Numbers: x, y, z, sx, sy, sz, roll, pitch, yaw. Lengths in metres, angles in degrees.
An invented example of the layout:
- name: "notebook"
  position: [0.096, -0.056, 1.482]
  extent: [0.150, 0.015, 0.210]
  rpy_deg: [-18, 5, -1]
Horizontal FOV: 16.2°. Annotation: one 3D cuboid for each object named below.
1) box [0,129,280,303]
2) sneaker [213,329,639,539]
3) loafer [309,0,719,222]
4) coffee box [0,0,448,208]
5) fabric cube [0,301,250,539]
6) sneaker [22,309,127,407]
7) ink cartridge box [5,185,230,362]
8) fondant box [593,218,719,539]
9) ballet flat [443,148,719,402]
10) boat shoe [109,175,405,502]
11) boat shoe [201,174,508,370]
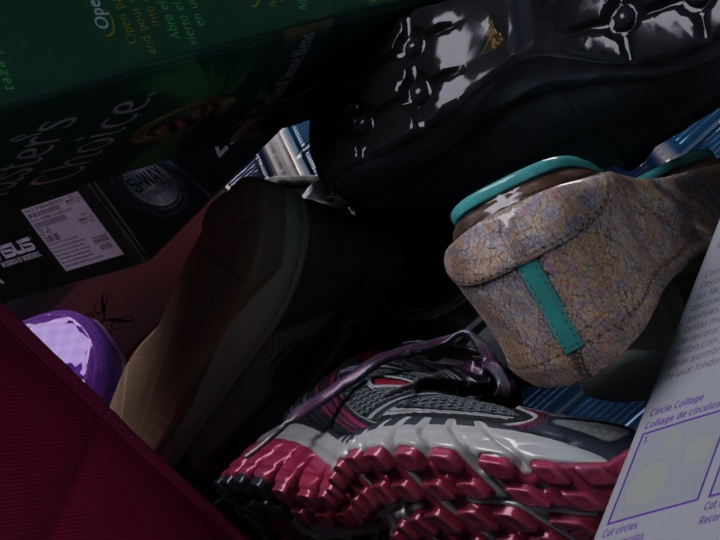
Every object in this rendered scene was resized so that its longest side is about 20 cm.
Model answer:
- name: "box"
  position: [-0.109, -0.050, 1.058]
  extent: [0.200, 0.044, 0.160]
  rpy_deg: [-13, 27, 50]
- name: "sneaker"
  position: [0.027, 0.053, 0.746]
  extent: [0.075, 0.081, 0.200]
  rpy_deg: [-51, 23, -20]
- name: "loafer"
  position: [0.074, -0.065, 0.764]
  extent: [0.201, 0.070, 0.068]
  rpy_deg: [-23, 58, 35]
- name: "coffee box"
  position: [-0.076, -0.063, 0.798]
  extent: [0.200, 0.044, 0.123]
  rpy_deg: [-17, -9, -31]
- name: "fabric cube"
  position: [-0.169, 0.141, 0.770]
  extent: [0.196, 0.200, 0.199]
  rpy_deg: [-28, 27, 36]
- name: "sneaker"
  position: [-0.177, 0.076, 0.935]
  extent: [0.200, 0.088, 0.080]
  rpy_deg: [-33, 58, -8]
- name: "ink cartridge box"
  position: [-0.125, 0.037, 1.076]
  extent: [0.200, 0.044, 0.174]
  rpy_deg: [-45, 22, 0]
- name: "fondant box"
  position: [0.138, 0.035, 0.619]
  extent: [0.144, 0.058, 0.200]
  rpy_deg: [-20, 34, 44]
- name: "ballet flat"
  position: [0.077, 0.005, 0.735]
  extent: [0.068, 0.067, 0.200]
  rpy_deg: [-31, -8, 23]
- name: "boat shoe"
  position: [-0.045, 0.045, 0.874]
  extent: [0.200, 0.065, 0.072]
  rpy_deg: [121, 157, -45]
- name: "boat shoe"
  position: [0.000, 0.000, 0.899]
  extent: [0.071, 0.064, 0.200]
  rpy_deg: [-51, 24, -17]
